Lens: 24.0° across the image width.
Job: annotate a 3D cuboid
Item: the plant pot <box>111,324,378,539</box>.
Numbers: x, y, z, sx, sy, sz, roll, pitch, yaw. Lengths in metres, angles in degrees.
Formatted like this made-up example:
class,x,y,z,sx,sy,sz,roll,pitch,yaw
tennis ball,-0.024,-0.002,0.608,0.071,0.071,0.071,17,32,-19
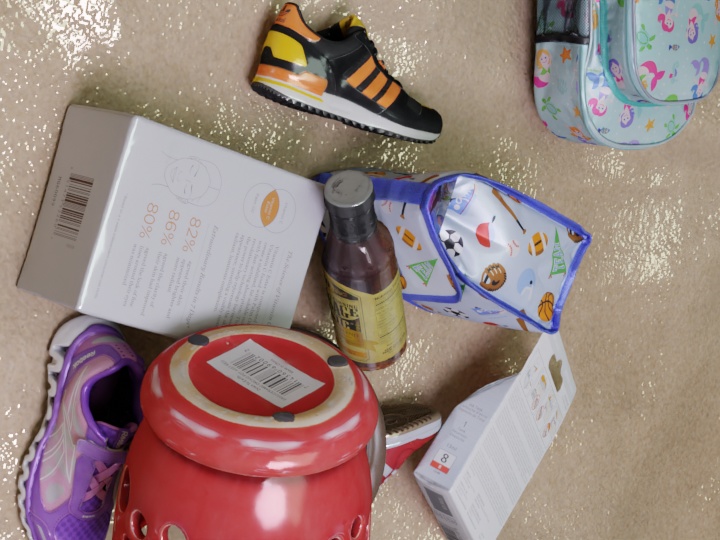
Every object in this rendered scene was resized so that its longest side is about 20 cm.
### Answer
class,x,y,z,sx,sy,sz,roll,pitch,yaw
plant pot,-0.085,0.155,1.267,0.199,0.200,0.184,-17,127,-35

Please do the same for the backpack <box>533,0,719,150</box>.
class,x,y,z,sx,sy,sz,roll,pitch,yaw
backpack,0.252,-0.214,1.600,0.176,0.150,0.203,-4,106,-39

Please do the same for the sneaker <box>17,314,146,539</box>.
class,x,y,z,sx,sy,sz,roll,pitch,yaw
sneaker,-0.211,0.141,1.330,0.080,0.088,0.203,5,97,-40

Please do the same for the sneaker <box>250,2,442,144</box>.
class,x,y,z,sx,sy,sz,roll,pitch,yaw
sneaker,0.002,-0.168,1.448,0.198,0.070,0.091,13,94,-38

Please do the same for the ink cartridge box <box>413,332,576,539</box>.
class,x,y,z,sx,sy,sz,roll,pitch,yaw
ink cartridge box,0.131,0.152,1.602,0.201,0.050,0.163,-59,151,-21

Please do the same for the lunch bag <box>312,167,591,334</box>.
class,x,y,z,sx,sy,sz,roll,pitch,yaw
lunch bag,0.068,-0.027,1.469,0.199,0.169,0.125,29,76,-40

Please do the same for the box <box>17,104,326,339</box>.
class,x,y,z,sx,sy,sz,roll,pitch,yaw
box,-0.145,-0.026,1.336,0.199,0.106,0.154,19,87,-39

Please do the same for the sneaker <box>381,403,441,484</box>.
class,x,y,z,sx,sy,sz,roll,pitch,yaw
sneaker,-0.006,0.200,1.518,0.198,0.071,0.114,-22,108,-26

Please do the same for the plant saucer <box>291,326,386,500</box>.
class,x,y,z,sx,sy,sz,roll,pitch,yaw
plant saucer,-0.064,0.145,1.435,0.198,0.032,0.203,4,80,-21

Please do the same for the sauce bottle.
class,x,y,z,sx,sy,sz,roll,pitch,yaw
sauce bottle,0.000,0.000,1.392,0.066,0.066,0.201,-41,144,-25
